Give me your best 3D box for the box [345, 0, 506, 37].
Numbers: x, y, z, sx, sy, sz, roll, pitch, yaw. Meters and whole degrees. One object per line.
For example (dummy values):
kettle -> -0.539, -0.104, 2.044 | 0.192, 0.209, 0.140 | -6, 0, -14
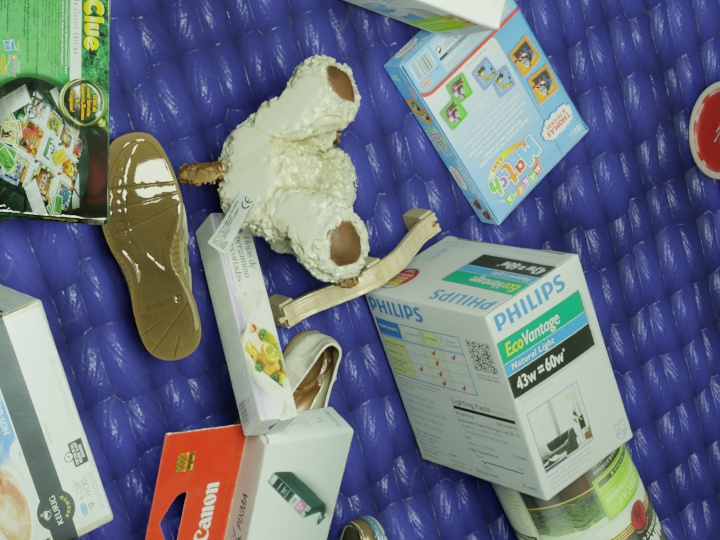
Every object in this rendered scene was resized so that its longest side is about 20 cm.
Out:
box -> 0.030, -0.294, 1.502 | 0.199, 0.112, 0.102 | 16, 87, -24

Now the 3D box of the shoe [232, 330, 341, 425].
shoe -> -0.076, 0.147, 1.541 | 0.070, 0.053, 0.201 | 33, 78, -32

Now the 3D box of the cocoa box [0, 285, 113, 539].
cocoa box -> -0.309, 0.129, 1.333 | 0.131, 0.133, 0.202 | -24, 109, -28

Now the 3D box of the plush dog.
plush dog -> -0.058, -0.072, 1.470 | 0.172, 0.159, 0.202 | 32, 52, -67

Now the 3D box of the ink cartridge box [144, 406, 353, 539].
ink cartridge box -> -0.107, 0.226, 1.494 | 0.172, 0.044, 0.201 | -6, 123, -34

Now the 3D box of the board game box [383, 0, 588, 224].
board game box -> 0.129, -0.171, 1.647 | 0.151, 0.036, 0.201 | -45, 116, -21

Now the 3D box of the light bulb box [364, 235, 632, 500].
light bulb box -> 0.130, 0.088, 1.585 | 0.124, 0.198, 0.201 | -31, 113, -29

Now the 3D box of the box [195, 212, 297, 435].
box -> -0.102, 0.046, 1.459 | 0.038, 0.041, 0.201 | -2, 64, -32

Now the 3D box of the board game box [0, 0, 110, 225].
board game box -> -0.256, -0.138, 1.348 | 0.104, 0.023, 0.202 | 4, 73, -20

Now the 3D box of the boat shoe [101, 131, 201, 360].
boat shoe -> -0.186, -0.022, 1.449 | 0.073, 0.063, 0.202 | -9, 100, -6

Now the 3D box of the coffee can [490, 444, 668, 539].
coffee can -> 0.223, 0.242, 1.699 | 0.146, 0.146, 0.201 | -37, 115, -24

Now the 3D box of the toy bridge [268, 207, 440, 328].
toy bridge -> 0.000, 0.000, 1.565 | 0.199, 0.067, 0.027 | -33, 113, -27

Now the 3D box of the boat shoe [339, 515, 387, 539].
boat shoe -> -0.021, 0.336, 1.592 | 0.072, 0.072, 0.202 | 6, 93, -33

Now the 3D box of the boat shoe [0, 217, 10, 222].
boat shoe -> -0.313, -0.072, 1.349 | 0.200, 0.063, 0.074 | -24, 110, -28

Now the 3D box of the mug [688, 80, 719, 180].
mug -> 0.474, -0.130, 1.832 | 0.199, 0.133, 0.179 | 1, 94, -31
